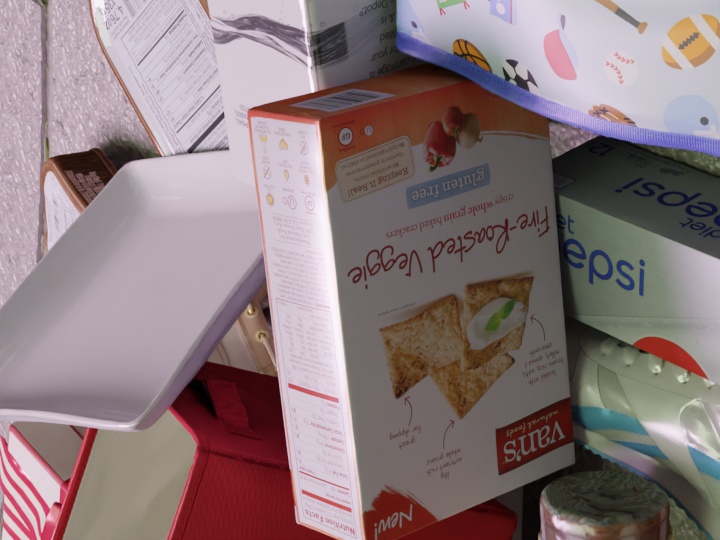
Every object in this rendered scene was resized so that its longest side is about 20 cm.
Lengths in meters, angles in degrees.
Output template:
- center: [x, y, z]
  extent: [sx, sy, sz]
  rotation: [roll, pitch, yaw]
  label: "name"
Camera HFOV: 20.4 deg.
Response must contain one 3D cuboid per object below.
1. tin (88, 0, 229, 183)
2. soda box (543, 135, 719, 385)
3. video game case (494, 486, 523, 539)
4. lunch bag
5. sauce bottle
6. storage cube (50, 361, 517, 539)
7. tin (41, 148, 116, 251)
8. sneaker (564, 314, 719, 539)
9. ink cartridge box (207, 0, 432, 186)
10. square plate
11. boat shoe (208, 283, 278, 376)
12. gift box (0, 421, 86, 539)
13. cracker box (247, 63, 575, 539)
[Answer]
- center: [-0.087, -0.109, 1.118]
  extent: [0.200, 0.042, 0.112]
  rotation: [60, 143, 9]
  label: "tin"
- center: [0.163, 0.004, 0.916]
  extent: [0.200, 0.063, 0.068]
  rotation: [26, 131, 41]
  label: "soda box"
- center: [0.035, 0.144, 1.108]
  extent: [0.182, 0.022, 0.201]
  rotation: [-36, 44, 55]
  label: "video game case"
- center: [0.114, -0.151, 0.832]
  extent: [0.200, 0.124, 0.170]
  rotation: [32, 134, 48]
  label: "lunch bag"
- center: [0.120, 0.196, 0.959]
  extent: [0.065, 0.065, 0.201]
  rotation: [17, 120, 46]
  label: "sauce bottle"
- center: [-0.053, 0.160, 1.045]
  extent: [0.171, 0.179, 0.201]
  rotation: [37, 111, 64]
  label: "storage cube"
- center: [-0.167, -0.004, 1.288]
  extent: [0.200, 0.042, 0.112]
  rotation: [-134, 35, -57]
  label: "tin"
- center: [0.158, 0.062, 0.962]
  extent: [0.200, 0.076, 0.081]
  rotation: [36, 128, 25]
  label: "sneaker"
- center: [0.005, -0.145, 0.954]
  extent: [0.084, 0.144, 0.201]
  rotation: [20, 126, 45]
  label: "ink cartridge box"
- center: [-0.114, 0.012, 1.045]
  extent: [0.200, 0.198, 0.028]
  rotation: [-1, 133, 47]
  label: "square plate"
- center: [-0.083, 0.028, 1.246]
  extent: [0.074, 0.069, 0.200]
  rotation: [117, 141, -57]
  label: "boat shoe"
- center: [-0.141, 0.173, 1.309]
  extent: [0.200, 0.187, 0.185]
  rotation: [37, 137, 31]
  label: "gift box"
- center: [0.027, 0.012, 0.918]
  extent: [0.058, 0.134, 0.201]
  rotation: [14, 116, 50]
  label: "cracker box"
